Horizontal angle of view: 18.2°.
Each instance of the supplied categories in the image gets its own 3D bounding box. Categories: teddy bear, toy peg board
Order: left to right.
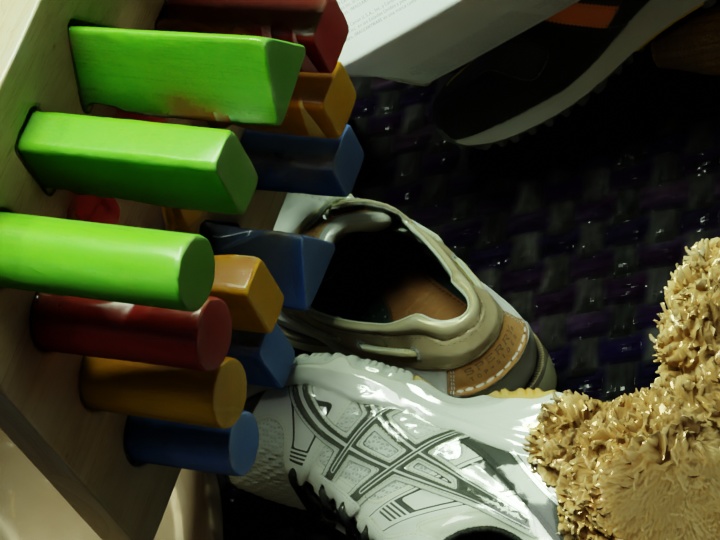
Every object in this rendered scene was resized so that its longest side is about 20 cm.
[{"bbox_3d":[-0.056,-0.023,0.824,0.097,0.199,0.201,6,60,26],"label":"toy peg board"},{"bbox_3d":[0.152,0.053,0.792,0.200,0.145,0.067,-48,0,-21],"label":"teddy bear"}]

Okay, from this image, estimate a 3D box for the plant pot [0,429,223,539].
[{"bbox_3d":[-0.162,0.107,0.900,0.093,0.200,0.202,-49,21,51],"label":"plant pot"}]

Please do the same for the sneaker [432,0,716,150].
[{"bbox_3d":[0.100,-0.137,0.974,0.200,0.090,0.070,-34,16,13],"label":"sneaker"}]

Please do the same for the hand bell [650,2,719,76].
[{"bbox_3d":[0.207,-0.105,0.930,0.199,0.104,0.105,-9,46,41],"label":"hand bell"}]

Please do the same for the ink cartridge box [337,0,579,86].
[{"bbox_3d":[0.055,-0.199,0.914,0.199,0.084,0.177,-26,77,30],"label":"ink cartridge box"}]

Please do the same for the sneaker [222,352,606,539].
[{"bbox_3d":[0.016,0.088,0.856,0.199,0.076,0.088,3,56,34],"label":"sneaker"}]

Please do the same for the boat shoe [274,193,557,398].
[{"bbox_3d":[0.000,0.000,0.949,0.200,0.069,0.075,26,68,43],"label":"boat shoe"}]
